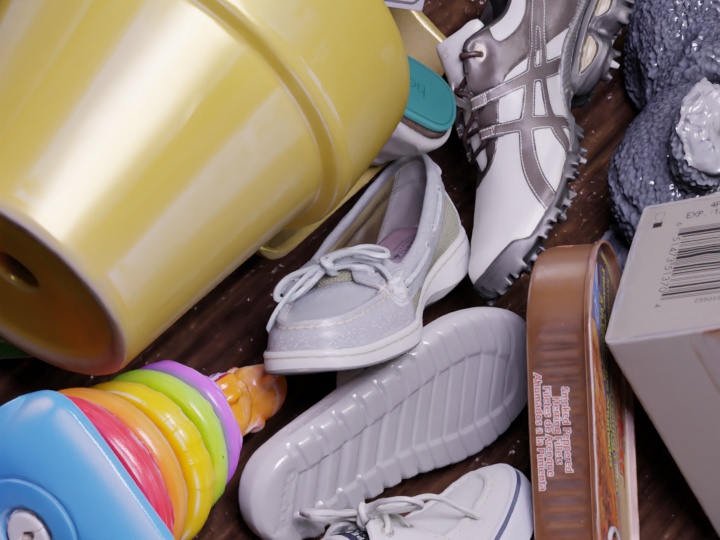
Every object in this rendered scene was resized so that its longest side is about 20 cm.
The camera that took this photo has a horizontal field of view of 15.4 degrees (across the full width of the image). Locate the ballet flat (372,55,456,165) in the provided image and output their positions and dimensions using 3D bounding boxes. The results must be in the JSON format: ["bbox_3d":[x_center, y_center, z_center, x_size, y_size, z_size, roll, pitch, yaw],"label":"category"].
[{"bbox_3d":[-0.041,-0.113,1.335,0.200,0.069,0.069,36,49,-26],"label":"ballet flat"}]

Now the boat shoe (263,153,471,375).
[{"bbox_3d":[0.002,0.000,1.328,0.202,0.074,0.065,-41,122,-59],"label":"boat shoe"}]

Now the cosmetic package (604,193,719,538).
[{"bbox_3d":[0.212,0.063,1.382,0.200,0.087,0.103,56,38,-37],"label":"cosmetic package"}]

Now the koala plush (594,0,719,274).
[{"bbox_3d":[0.199,-0.070,1.474,0.184,0.177,0.200,34,50,6],"label":"koala plush"}]

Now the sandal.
[{"bbox_3d":[0.010,0.068,1.341,0.203,0.083,0.050,-26,35,-37],"label":"sandal"}]

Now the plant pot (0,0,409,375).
[{"bbox_3d":[-0.108,-0.064,1.214,0.201,0.201,0.189,38,64,-5],"label":"plant pot"}]

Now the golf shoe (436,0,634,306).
[{"bbox_3d":[0.075,-0.078,1.405,0.094,0.078,0.200,22,64,-8],"label":"golf shoe"}]

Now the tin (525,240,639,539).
[{"bbox_3d":[0.113,0.085,1.344,0.112,0.042,0.200,22,65,-68],"label":"tin"}]

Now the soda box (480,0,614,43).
[{"bbox_3d":[0.120,-0.171,1.541,0.063,0.068,0.200,32,52,-10],"label":"soda box"}]

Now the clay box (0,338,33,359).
[{"bbox_3d":[-0.212,-0.054,1.285,0.115,0.048,0.200,-2,63,-32],"label":"clay box"}]

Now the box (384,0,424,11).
[{"bbox_3d":[-0.005,-0.241,1.369,0.117,0.200,0.060,6,17,-29],"label":"box"}]

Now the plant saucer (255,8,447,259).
[{"bbox_3d":[-0.066,-0.116,1.410,0.200,0.048,0.200,46,50,1],"label":"plant saucer"}]

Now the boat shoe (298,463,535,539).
[{"bbox_3d":[0.006,0.142,1.278,0.202,0.075,0.086,-45,107,-34],"label":"boat shoe"}]

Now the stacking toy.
[{"bbox_3d":[-0.096,0.085,1.249,0.110,0.116,0.200,53,39,3],"label":"stacking toy"}]
